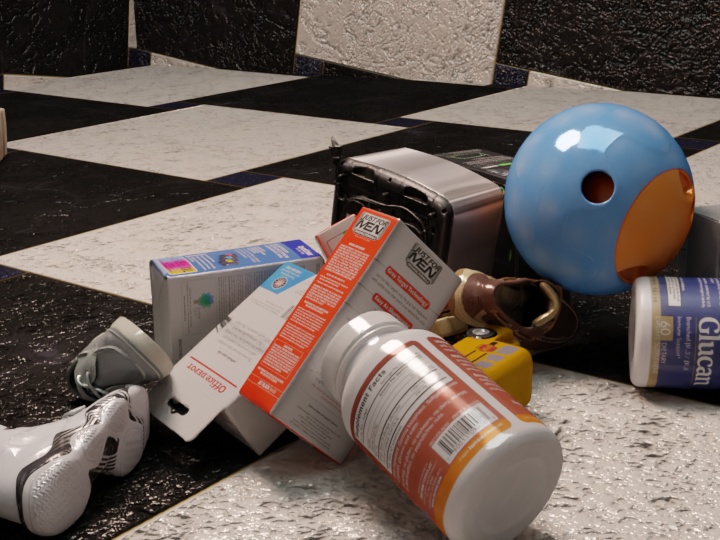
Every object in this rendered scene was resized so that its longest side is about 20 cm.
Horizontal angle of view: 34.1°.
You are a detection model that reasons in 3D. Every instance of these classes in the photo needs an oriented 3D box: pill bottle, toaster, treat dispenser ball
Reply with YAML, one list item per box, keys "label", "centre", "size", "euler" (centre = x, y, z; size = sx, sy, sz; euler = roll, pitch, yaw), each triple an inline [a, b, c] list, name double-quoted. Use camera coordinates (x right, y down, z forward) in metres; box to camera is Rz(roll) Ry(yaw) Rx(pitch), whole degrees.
- label: "pill bottle"
  centre: [0.056, 0.118, 0.930]
  size: [0.111, 0.113, 0.200]
  euler: [-12, 36, -33]
- label: "pill bottle"
  centre: [0.371, 0.064, 1.168]
  size: [0.198, 0.112, 0.111]
  euler: [1, 17, 9]
- label: "toaster"
  centre: [0.056, -0.043, 1.365]
  size: [0.180, 0.202, 0.118]
  euler: [25, 30, 36]
- label: "treat dispenser ball"
  centre: [0.252, -0.075, 1.244]
  size: [0.199, 0.203, 0.201]
  euler: [-1, 17, 0]

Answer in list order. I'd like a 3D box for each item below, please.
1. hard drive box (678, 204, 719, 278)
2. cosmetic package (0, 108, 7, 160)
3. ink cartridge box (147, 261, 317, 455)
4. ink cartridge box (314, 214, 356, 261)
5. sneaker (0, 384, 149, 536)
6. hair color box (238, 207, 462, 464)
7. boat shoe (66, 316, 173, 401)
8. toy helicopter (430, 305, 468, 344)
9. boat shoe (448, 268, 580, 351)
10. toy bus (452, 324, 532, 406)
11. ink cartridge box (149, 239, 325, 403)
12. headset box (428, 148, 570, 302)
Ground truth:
- label: "hard drive box"
  centre: [0.453, 0.005, 1.282]
  size: [0.198, 0.157, 0.077]
  euler: [-5, 17, -16]
- label: "cosmetic package"
  centre: [-0.758, -0.256, 2.316]
  size: [0.086, 0.104, 0.200]
  euler: [-1, 18, -7]
- label: "ink cartridge box"
  centre: [-0.096, 0.092, 1.097]
  size: [0.200, 0.068, 0.116]
  euler: [-43, 33, -17]
- label: "ink cartridge box"
  centre: [0.000, 0.000, 1.217]
  size: [0.050, 0.110, 0.200]
  euler: [-29, 1, 0]
- label: "sneaker"
  centre: [-0.262, 0.147, 0.993]
  size: [0.114, 0.076, 0.200]
  euler: [7, 22, 16]
- label: "hair color box"
  centre: [-0.007, 0.057, 1.040]
  size: [0.101, 0.201, 0.061]
  euler: [41, -11, -36]
- label: "boat shoe"
  centre: [-0.234, 0.097, 1.111]
  size: [0.072, 0.070, 0.200]
  euler: [-49, 12, -23]
- label: "toy helicopter"
  centre: [0.031, 0.074, 1.206]
  size: [0.131, 0.080, 0.199]
  euler: [-18, -5, 30]
- label: "boat shoe"
  centre: [0.178, 0.043, 1.228]
  size: [0.072, 0.073, 0.199]
  euler: [0, -16, 45]
- label: "toy bus"
  centre: [0.101, 0.112, 1.105]
  size: [0.078, 0.066, 0.199]
  euler: [11, 20, 33]
- label: "ink cartridge box"
  centre: [-0.109, 0.048, 1.206]
  size: [0.198, 0.138, 0.076]
  euler: [-7, 20, -21]
- label: "headset box"
  centre: [0.169, -0.044, 1.431]
  size: [0.092, 0.176, 0.199]
  euler: [-11, 21, -32]
